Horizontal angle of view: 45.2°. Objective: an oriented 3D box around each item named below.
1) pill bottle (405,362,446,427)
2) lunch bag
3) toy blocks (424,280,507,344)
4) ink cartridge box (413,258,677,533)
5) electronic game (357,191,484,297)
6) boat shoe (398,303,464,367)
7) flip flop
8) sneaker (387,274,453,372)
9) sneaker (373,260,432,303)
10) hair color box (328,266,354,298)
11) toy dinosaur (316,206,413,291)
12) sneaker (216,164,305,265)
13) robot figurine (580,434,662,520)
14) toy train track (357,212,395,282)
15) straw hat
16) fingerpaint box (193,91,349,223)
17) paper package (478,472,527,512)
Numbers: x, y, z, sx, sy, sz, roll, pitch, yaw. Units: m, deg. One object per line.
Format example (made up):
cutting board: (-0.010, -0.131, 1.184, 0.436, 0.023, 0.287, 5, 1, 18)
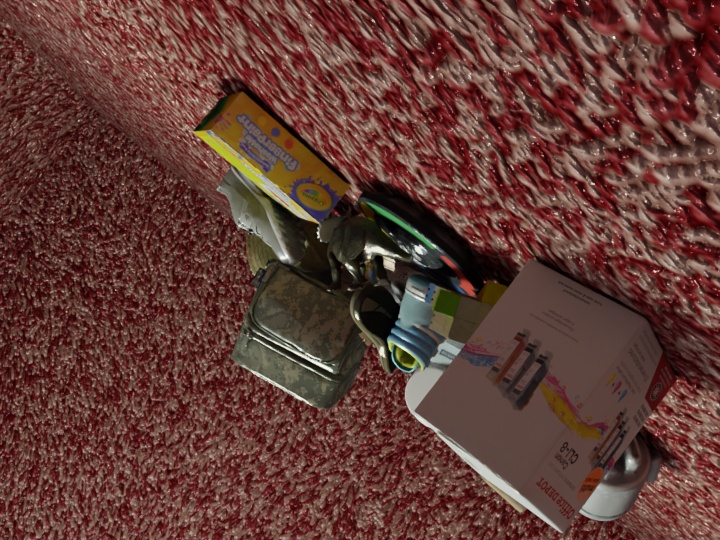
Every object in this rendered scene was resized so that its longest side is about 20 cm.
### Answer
pill bottle: (0.141, 0.198, 1.391, 0.112, 0.112, 0.200, 37, -172, 21)
lunch bag: (-0.085, 0.092, 1.349, 0.199, 0.168, 0.139, 28, -162, 13)
toy blocks: (0.159, 0.067, 1.035, 0.199, 0.100, 0.137, 18, -178, -12)
ink cartridge box: (0.184, 0.125, 0.859, 0.144, 0.200, 0.145, 34, 172, 42)
electronic game: (0.076, -0.032, 1.105, 0.200, 0.042, 0.200, 39, 173, 5)
boat shoe: (0.130, 0.093, 1.321, 0.200, 0.091, 0.071, 30, 132, -2)
flip flop: (0.024, 0.077, 1.222, 0.057, 0.081, 0.200, 21, 161, 33)
sneaker: (0.103, 0.084, 1.221, 0.079, 0.131, 0.200, 26, -175, 35)
sneaker: (0.041, -0.010, 1.344, 0.200, 0.075, 0.115, 47, 162, -11)
hair color box: (-0.007, 0.056, 1.470, 0.109, 0.200, 0.065, 37, 172, 8)
toy dinosaur: (-0.006, -0.029, 1.112, 0.200, 0.077, 0.103, 3, 105, 66)
sneaker: (-0.156, -0.082, 1.360, 0.075, 0.082, 0.200, 11, -138, -58)
robot figurine: (0.369, 0.305, 1.307, 0.200, 0.169, 0.113, 84, -177, -52)
toy train track: (0.000, 0.000, 1.302, 0.115, 0.032, 0.201, 36, 147, 30)
straw hat: (-0.082, -0.041, 1.417, 0.201, 0.202, 0.085, 43, 157, -31)
fingerpaint box: (-0.130, -0.162, 1.238, 0.200, 0.073, 0.167, 40, 175, -19)
paper package: (0.274, 0.272, 1.381, 0.104, 0.190, 0.200, 53, -177, 38)
